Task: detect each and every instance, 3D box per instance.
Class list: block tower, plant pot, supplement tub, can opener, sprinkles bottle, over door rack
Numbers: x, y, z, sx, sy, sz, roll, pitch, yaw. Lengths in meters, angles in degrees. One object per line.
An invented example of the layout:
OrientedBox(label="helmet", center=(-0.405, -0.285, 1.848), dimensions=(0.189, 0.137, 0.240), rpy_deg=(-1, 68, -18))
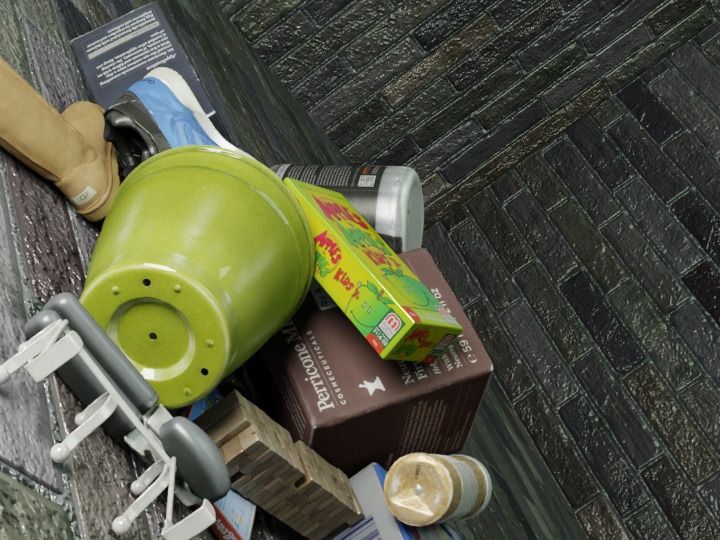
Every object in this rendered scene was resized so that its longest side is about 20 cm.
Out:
OrientedBox(label="block tower", center=(-0.073, 0.183, 1.087), dimensions=(0.200, 0.058, 0.054), rpy_deg=(44, 14, -46))
OrientedBox(label="plant pot", center=(-0.152, 0.017, 1.029), dimensions=(0.201, 0.200, 0.193), rpy_deg=(52, 19, -14))
OrientedBox(label="supplement tub", center=(-0.036, -0.055, 1.321), dimensions=(0.122, 0.199, 0.124), rpy_deg=(3, 90, -76))
OrientedBox(label="can opener", center=(-0.174, 0.099, 0.932), dimensions=(0.200, 0.066, 0.053), rpy_deg=(49, 32, -10))
OrientedBox(label="sprinkles bottle", center=(0.080, 0.215, 1.187), dimensions=(0.068, 0.068, 0.200), rpy_deg=(57, 9, 17))
OrientedBox(label="over door rack", center=(-0.179, 0.109, 0.804), dimensions=(0.148, 0.067, 0.200), rpy_deg=(53, -12, -11))

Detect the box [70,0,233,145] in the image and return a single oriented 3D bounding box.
OrientedBox(label="box", center=(-0.221, -0.161, 1.385), dimensions=(0.201, 0.117, 0.197), rpy_deg=(61, -5, 33))

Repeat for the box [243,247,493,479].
OrientedBox(label="box", center=(0.002, 0.108, 1.234), dimensions=(0.165, 0.199, 0.166), rpy_deg=(103, -35, -51))

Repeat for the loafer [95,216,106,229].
OrientedBox(label="loafer", center=(-0.180, -0.042, 1.178), dimensions=(0.199, 0.073, 0.072), rpy_deg=(22, -32, 18))

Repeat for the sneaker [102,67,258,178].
OrientedBox(label="sneaker", center=(-0.174, -0.098, 1.200), dimensions=(0.200, 0.077, 0.111), rpy_deg=(52, 51, -10))

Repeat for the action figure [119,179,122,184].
OrientedBox(label="action figure", center=(-0.197, 0.000, 1.248), dimensions=(0.199, 0.099, 0.065), rpy_deg=(34, 3, 20))

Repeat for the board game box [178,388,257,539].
OrientedBox(label="board game box", center=(-0.128, 0.169, 1.078), dimensions=(0.103, 0.019, 0.200), rpy_deg=(55, 8, -11))

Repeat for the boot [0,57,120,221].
OrientedBox(label="boot", center=(-0.316, -0.159, 1.161), dimensions=(0.200, 0.066, 0.176), rpy_deg=(45, 12, -44))

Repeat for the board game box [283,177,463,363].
OrientedBox(label="board game box", center=(0.000, 0.000, 1.148), dimensions=(0.200, 0.048, 0.101), rpy_deg=(49, 19, 26))

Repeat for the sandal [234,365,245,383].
OrientedBox(label="sandal", center=(-0.144, 0.056, 1.392), dimensions=(0.075, 0.045, 0.201), rpy_deg=(41, 29, -38))

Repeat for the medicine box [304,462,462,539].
OrientedBox(label="medicine box", center=(0.050, 0.322, 1.187), dimensions=(0.200, 0.103, 0.183), rpy_deg=(46, 12, -43))
